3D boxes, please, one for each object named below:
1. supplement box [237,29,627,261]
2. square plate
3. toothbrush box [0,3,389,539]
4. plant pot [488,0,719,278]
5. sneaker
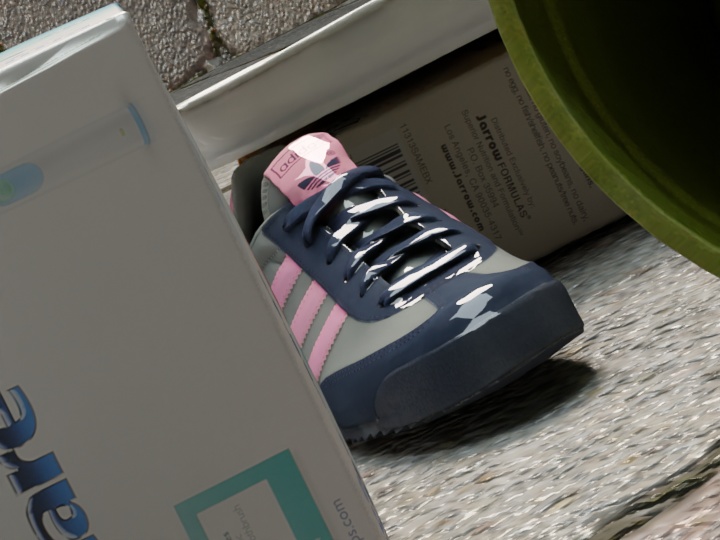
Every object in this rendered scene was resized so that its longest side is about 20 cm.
[{"bbox_3d":[0.065,-0.053,0.959,0.200,0.074,0.126,-26,8,-8],"label":"supplement box"},{"bbox_3d":[-0.001,-0.077,0.935,0.200,0.028,0.198,-28,4,-18],"label":"square plate"},{"bbox_3d":[-0.057,0.024,0.573,0.085,0.147,0.200,-26,7,-2],"label":"toothbrush box"},{"bbox_3d":[0.139,-0.088,0.627,0.200,0.201,0.193,-24,-4,11],"label":"plant pot"},{"bbox_3d":[0.000,0.000,0.782,0.070,0.082,0.200,-27,8,-17],"label":"sneaker"}]
